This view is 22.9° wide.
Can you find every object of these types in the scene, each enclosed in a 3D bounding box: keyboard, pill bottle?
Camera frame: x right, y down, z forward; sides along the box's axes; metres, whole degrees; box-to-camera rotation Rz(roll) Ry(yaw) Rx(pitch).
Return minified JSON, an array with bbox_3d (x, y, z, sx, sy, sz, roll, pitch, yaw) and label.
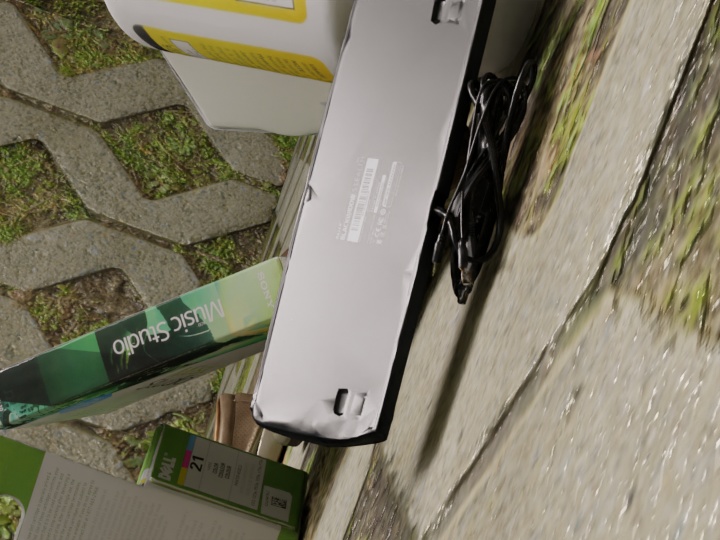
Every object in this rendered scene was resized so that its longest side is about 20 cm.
[{"bbox_3d":[0.022,-0.023,0.731,0.103,0.039,0.202,9,83,43],"label":"keyboard"},{"bbox_3d":[-0.020,-0.146,0.843,0.111,0.199,0.112,-28,-55,-49],"label":"pill bottle"}]

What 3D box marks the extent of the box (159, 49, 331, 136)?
[{"bbox_3d":[-0.020,-0.187,1.030,0.201,0.127,0.109,-62,-41,-29],"label":"box"}]

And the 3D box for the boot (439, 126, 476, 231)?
[{"bbox_3d":[0.000,0.000,0.862,0.200,0.071,0.156,-70,1,-76],"label":"boot"}]

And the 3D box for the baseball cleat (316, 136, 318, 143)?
[{"bbox_3d":[0.019,-0.110,1.063,0.200,0.069,0.107,-86,16,-69],"label":"baseball cleat"}]

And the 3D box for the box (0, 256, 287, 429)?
[{"bbox_3d":[-0.103,0.042,1.040,0.037,0.199,0.144,69,-162,7],"label":"box"}]

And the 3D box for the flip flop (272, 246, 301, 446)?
[{"bbox_3d":[-0.040,0.023,1.254,0.081,0.057,0.202,111,174,-76],"label":"flip flop"}]

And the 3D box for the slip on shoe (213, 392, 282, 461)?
[{"bbox_3d":[-0.108,0.190,1.373,0.076,0.060,0.202,128,161,-74],"label":"slip on shoe"}]

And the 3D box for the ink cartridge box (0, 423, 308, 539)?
[{"bbox_3d":[-0.149,0.169,1.097,0.076,0.198,0.149,-82,12,-66],"label":"ink cartridge box"}]
